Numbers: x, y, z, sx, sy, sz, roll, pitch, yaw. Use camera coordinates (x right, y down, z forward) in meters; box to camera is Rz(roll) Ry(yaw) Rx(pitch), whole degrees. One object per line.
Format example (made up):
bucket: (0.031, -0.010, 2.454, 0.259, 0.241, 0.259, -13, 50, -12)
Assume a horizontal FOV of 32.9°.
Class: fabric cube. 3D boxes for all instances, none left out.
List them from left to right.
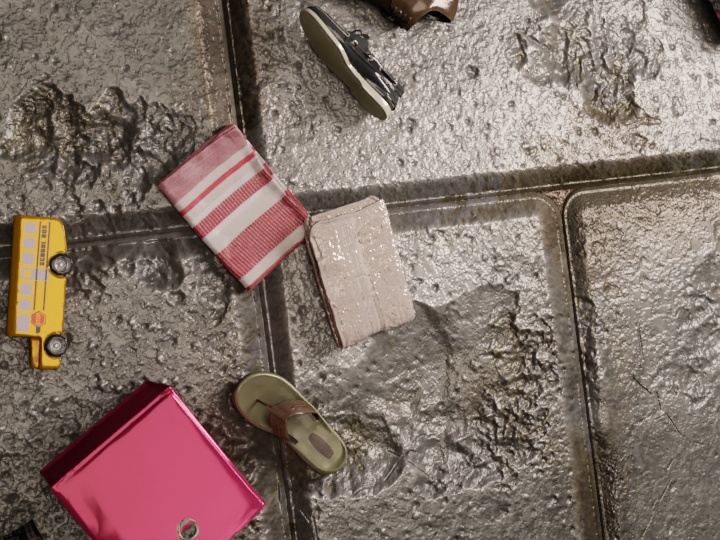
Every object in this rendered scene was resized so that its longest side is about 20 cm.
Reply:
fabric cube: (-0.274, 0.282, 1.591, 0.196, 0.200, 0.199, -40, 100, -15)

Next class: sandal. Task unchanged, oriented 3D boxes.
sandal: (-0.092, 0.213, 1.731, 0.201, 0.057, 0.080, 39, 76, -13)

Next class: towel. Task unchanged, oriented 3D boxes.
towel: (-0.172, -0.091, 1.737, 0.144, 0.023, 0.200, -43, 101, -15)
towel: (0.000, 0.000, 1.776, 0.132, 0.034, 0.200, -21, 99, -22)

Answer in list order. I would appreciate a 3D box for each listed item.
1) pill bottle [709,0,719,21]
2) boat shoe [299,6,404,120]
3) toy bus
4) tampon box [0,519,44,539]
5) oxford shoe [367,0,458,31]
pill bottle: (0.614, -0.478, 1.977, 0.116, 0.116, 0.200, -32, 97, -18)
boat shoe: (-0.007, -0.315, 1.777, 0.066, 0.074, 0.199, -46, 102, -18)
toy bus: (-0.427, 0.030, 1.620, 0.078, 0.065, 0.200, 4, 86, -18)
tampon box: (-0.471, 0.430, 1.541, 0.200, 0.150, 0.126, -29, 98, -18)
oxford shoe: (0.056, -0.400, 1.803, 0.200, 0.073, 0.085, 2, 89, -19)
